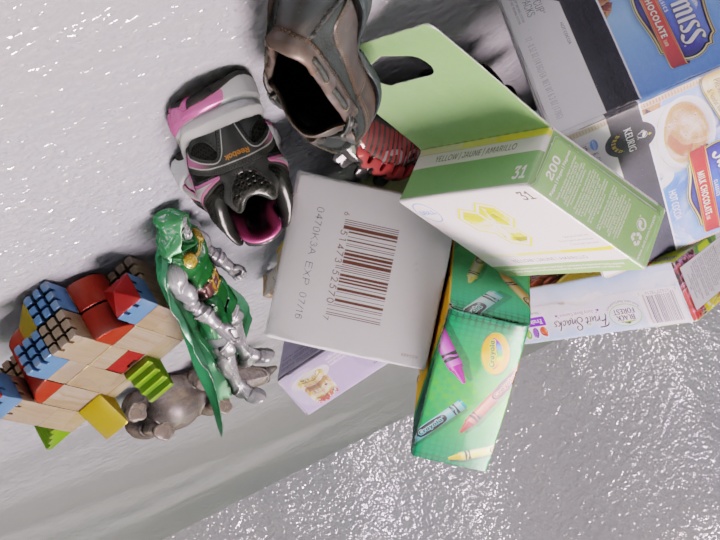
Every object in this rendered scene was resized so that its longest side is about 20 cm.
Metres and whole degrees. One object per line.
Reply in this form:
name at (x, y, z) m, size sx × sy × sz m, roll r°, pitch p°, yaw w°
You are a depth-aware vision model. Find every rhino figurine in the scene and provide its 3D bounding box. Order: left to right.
rhino figurine at (-0.180, 0.138, 1.572) m, size 0.198 × 0.061 × 0.087 m, roll -20°, pitch -173°, yaw -27°

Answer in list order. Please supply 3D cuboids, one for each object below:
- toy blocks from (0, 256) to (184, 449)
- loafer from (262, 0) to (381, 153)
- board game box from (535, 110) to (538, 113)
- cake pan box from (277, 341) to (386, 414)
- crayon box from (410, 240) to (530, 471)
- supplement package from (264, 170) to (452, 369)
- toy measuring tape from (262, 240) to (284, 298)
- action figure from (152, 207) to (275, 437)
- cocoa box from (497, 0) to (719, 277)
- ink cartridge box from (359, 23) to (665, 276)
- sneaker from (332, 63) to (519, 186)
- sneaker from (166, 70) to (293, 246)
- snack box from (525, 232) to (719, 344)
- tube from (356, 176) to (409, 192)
toy blocks at (-0.220, 0.055, 1.100) m, size 0.199 × 0.100 × 0.137 m, roll -39°, pitch 157°, yaw 10°
loafer at (-0.030, -0.107, 0.786) m, size 0.200 × 0.071 × 0.064 m, roll 86°, pitch 26°, yaw -71°
board game box at (0.250, -0.127, 1.198) m, size 0.198 × 0.104 × 0.105 m, roll -26°, pitch 180°, yaw 0°
cake pan box at (0.020, 0.015, 1.245) m, size 0.199 × 0.052 × 0.185 m, roll -35°, pitch -157°, yaw 17°
crayon box at (0.081, 0.037, 1.017) m, size 0.201 × 0.057 × 0.120 m, roll -78°, pitch -179°, yaw -63°
supplement package at (0.000, 0.000, 1.041) m, size 0.116 × 0.119 × 0.200 m, roll 11°, pitch 179°, yaw 0°
toy measuring tape at (-0.041, -0.001, 1.251) m, size 0.073 × 0.074 × 0.200 m, roll -22°, pitch 174°, yaw -15°
action figure at (-0.117, 0.024, 1.084) m, size 0.054 × 0.119 × 0.201 m, roll -6°, pitch 139°, yaw 15°
cocoa box at (0.187, -0.113, 0.938) m, size 0.130 × 0.135 × 0.200 m, roll -21°, pitch 148°, yaw 9°
ink cartridge box at (0.069, -0.065, 0.859) m, size 0.199 × 0.048 × 0.145 m, roll 32°, pitch 163°, yaw -26°
sneaker at (0.048, -0.108, 0.988) m, size 0.199 × 0.071 × 0.098 m, roll 6°, pitch 131°, yaw -47°
sneaker at (-0.080, -0.051, 0.917) m, size 0.079 × 0.087 × 0.200 m, roll -23°, pitch 169°, yaw 0°
snack box at (0.216, -0.003, 1.094) m, size 0.142 × 0.054 × 0.199 m, roll -31°, pitch -169°, yaw -36°
tube at (0.052, -0.077, 1.183) m, size 0.198 × 0.052 × 0.058 m, roll -19°, pitch 127°, yaw 15°
